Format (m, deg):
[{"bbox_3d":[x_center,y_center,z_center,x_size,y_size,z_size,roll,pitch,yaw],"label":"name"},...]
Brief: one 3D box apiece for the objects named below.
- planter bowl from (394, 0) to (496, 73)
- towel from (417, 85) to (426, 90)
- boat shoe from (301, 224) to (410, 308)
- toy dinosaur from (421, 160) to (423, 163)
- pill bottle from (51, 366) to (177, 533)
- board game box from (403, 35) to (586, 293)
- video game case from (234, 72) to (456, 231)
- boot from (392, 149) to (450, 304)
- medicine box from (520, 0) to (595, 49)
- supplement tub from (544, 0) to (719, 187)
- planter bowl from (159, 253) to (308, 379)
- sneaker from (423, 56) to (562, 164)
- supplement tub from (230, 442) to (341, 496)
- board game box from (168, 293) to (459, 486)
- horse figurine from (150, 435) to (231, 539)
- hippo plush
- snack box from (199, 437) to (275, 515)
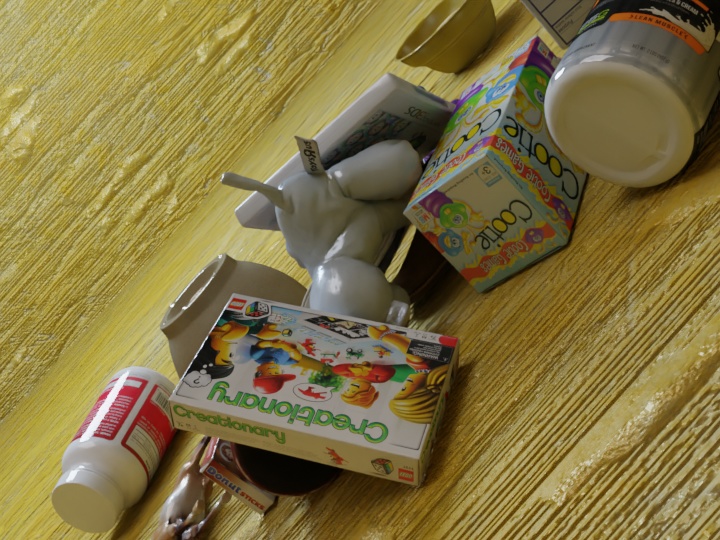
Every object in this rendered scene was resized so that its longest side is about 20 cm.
[{"bbox_3d":[0.150,-0.367,1.520,0.200,0.083,0.201,-44,15,15],"label":"planter bowl"},{"bbox_3d":[0.069,-0.188,1.370,0.111,0.048,0.201,-42,17,16],"label":"towel"},{"bbox_3d":[0.000,0.000,1.046,0.057,0.067,0.201,-25,-26,-49],"label":"boat shoe"},{"bbox_3d":[0.045,-0.075,1.180,0.201,0.058,0.101,-51,-1,-41],"label":"toy dinosaur"},{"bbox_3d":[-0.306,0.226,1.246,0.112,0.112,0.201,-36,19,33],"label":"pill bottle"},{"bbox_3d":[0.132,-0.098,0.876,0.104,0.103,0.201,-33,21,41],"label":"board game box"},{"bbox_3d":[-0.004,-0.103,0.959,0.199,0.024,0.181,-39,-16,20],"label":"video game case"},{"bbox_3d":[0.069,-0.049,0.984,0.073,0.075,0.202,-21,31,53],"label":"boot"},{"bbox_3d":[0.241,-0.398,1.133,0.181,0.200,0.104,-38,19,27],"label":"medicine box"},{"bbox_3d":[0.231,-0.173,0.761,0.122,0.122,0.201,-24,28,54],"label":"supplement tub"},{"bbox_3d":[-0.158,0.068,1.193,0.200,0.135,0.201,-43,16,15],"label":"planter bowl"},{"bbox_3d":[0.140,-0.162,1.051,0.199,0.083,0.081,-36,19,32],"label":"sneaker"},{"bbox_3d":[-0.066,0.111,0.891,0.107,0.107,0.200,-44,16,7],"label":"supplement tub"},{"bbox_3d":[-0.032,0.087,0.760,0.127,0.196,0.035,-64,-21,-47],"label":"board game box"},{"bbox_3d":[-0.162,0.231,0.952,0.133,0.049,0.201,-53,17,28],"label":"horse figurine"},{"bbox_3d":[0.004,-0.014,0.868,0.157,0.163,0.200,-25,-21,7],"label":"hippo plush"},{"bbox_3d":[-0.102,0.147,0.962,0.024,0.072,0.201,-45,15,23],"label":"snack box"}]
